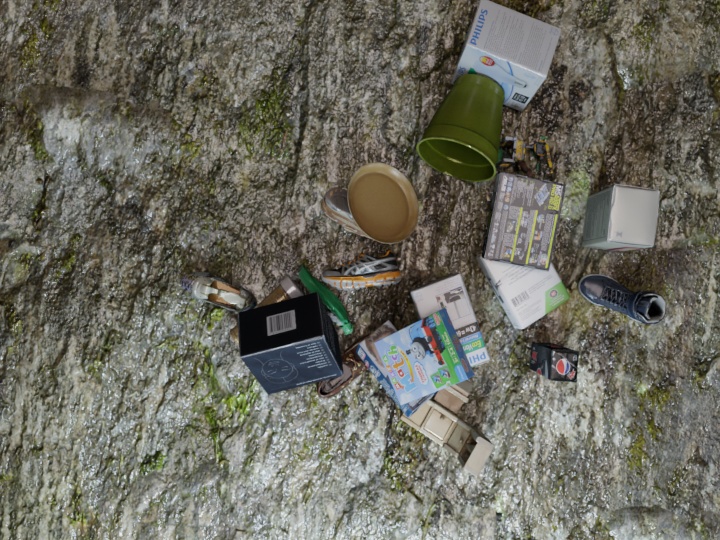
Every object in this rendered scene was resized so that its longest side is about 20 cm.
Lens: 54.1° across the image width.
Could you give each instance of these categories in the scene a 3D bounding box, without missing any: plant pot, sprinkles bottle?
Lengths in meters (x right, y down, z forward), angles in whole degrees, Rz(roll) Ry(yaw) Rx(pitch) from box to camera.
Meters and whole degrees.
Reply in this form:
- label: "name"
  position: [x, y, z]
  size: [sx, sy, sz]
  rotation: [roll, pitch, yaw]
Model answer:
- label: "plant pot"
  position: [0.051, -0.159, 1.699]
  size: [0.195, 0.027, 0.206]
  rotation: [9, 70, -26]
- label: "sprinkles bottle"
  position: [-0.226, 0.105, 1.713]
  size: [0.199, 0.068, 0.068]
  rotation: [-43, 89, 0]
- label: "plant pot"
  position: [0.255, -0.346, 1.670]
  size: [0.196, 0.201, 0.197]
  rotation: [21, 77, 1]

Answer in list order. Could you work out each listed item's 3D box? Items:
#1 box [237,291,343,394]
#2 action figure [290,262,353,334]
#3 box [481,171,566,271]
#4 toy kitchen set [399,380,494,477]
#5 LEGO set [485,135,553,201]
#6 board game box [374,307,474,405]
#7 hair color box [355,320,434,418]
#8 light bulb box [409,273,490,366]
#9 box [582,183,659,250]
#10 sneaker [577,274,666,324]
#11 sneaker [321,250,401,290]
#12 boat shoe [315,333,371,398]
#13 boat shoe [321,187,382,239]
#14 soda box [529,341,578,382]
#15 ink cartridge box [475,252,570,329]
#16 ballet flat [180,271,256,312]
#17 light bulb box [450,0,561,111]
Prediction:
- label: "box"
  position: [-0.158, 0.172, 1.625]
  size: [0.194, 0.198, 0.126]
  rotation: [-14, 53, 5]
- label: "action figure"
  position: [-0.087, 0.076, 1.705]
  size: [0.054, 0.118, 0.201]
  rotation: [-40, 98, 13]
- label: "box"
  position: [0.376, -0.113, 1.632]
  size: [0.155, 0.044, 0.206]
  rotation: [10, 95, -1]
- label: "toy kitchen set"
  position: [0.218, 0.337, 1.652]
  size: [0.197, 0.180, 0.166]
  rotation: [31, 88, 1]
- label: "LEGO set"
  position: [0.390, -0.234, 1.690]
  size: [0.149, 0.116, 0.206]
  rotation: [14, 90, 1]
- label: "board game box"
  position: [0.135, 0.190, 1.532]
  size: [0.198, 0.036, 0.155]
  rotation: [-30, 81, 40]
- label: "hair color box"
  position: [0.088, 0.230, 1.656]
  size: [0.099, 0.061, 0.201]
  rotation: [-35, 75, -22]
- label: "light bulb box"
  position: [0.203, 0.122, 1.639]
  size: [0.122, 0.198, 0.205]
  rotation: [-19, 88, 3]
- label: "box"
  position: [0.603, -0.119, 1.647]
  size: [0.106, 0.200, 0.132]
  rotation: [7, 90, 1]
- label: "sneaker"
  position: [0.625, 0.065, 1.673]
  size: [0.198, 0.146, 0.079]
  rotation: [23, 91, 2]
- label: "sneaker"
  position: [0.000, 0.000, 1.717]
  size: [0.194, 0.078, 0.080]
  rotation: [-5, 76, -3]
- label: "boat shoe"
  position: [-0.027, 0.235, 1.710]
  size: [0.070, 0.070, 0.200]
  rotation: [44, 88, 4]
- label: "boat shoe"
  position: [-0.010, -0.128, 1.718]
  size: [0.198, 0.072, 0.077]
  rotation: [34, 55, -15]
- label: "soda box"
  position: [0.448, 0.211, 1.642]
  size: [0.061, 0.200, 0.073]
  rotation: [4, 89, 1]
- label: "ink cartridge box"
  position: [0.389, 0.015, 1.703]
  size: [0.143, 0.084, 0.203]
  rotation: [-30, 89, -1]
- label: "ballet flat"
  position: [-0.349, 0.051, 1.715]
  size: [0.195, 0.072, 0.074]
  rotation: [18, 89, 1]
- label: "light bulb box"
  position: [0.333, -0.499, 1.650]
  size: [0.195, 0.198, 0.128]
  rotation: [21, 79, 1]
